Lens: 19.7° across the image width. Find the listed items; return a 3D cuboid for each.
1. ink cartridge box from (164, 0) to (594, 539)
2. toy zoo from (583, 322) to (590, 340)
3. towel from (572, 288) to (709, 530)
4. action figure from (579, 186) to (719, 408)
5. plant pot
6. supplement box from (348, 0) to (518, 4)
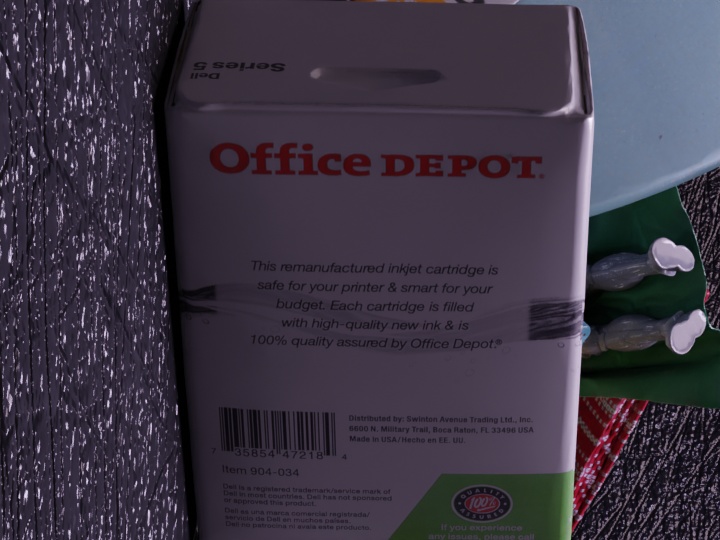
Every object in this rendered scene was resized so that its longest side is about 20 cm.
[{"bbox_3d":[0.009,0.006,0.764,0.084,0.144,0.201,-85,175,-55],"label":"ink cartridge box"},{"bbox_3d":[0.028,0.069,0.945,0.020,0.199,0.132,41,-34,37],"label":"toy zoo"},{"bbox_3d":[0.092,0.042,1.100,0.145,0.022,0.201,46,-53,31],"label":"towel"},{"bbox_3d":[0.086,0.025,1.046,0.054,0.199,0.119,-8,86,-44],"label":"action figure"},{"bbox_3d":[0.116,-0.104,0.954,0.142,0.199,0.141,60,-26,-11],"label":"plant pot"},{"bbox_3d":[0.015,-0.201,0.893,0.073,0.126,0.201,-37,-148,32],"label":"supplement box"}]
